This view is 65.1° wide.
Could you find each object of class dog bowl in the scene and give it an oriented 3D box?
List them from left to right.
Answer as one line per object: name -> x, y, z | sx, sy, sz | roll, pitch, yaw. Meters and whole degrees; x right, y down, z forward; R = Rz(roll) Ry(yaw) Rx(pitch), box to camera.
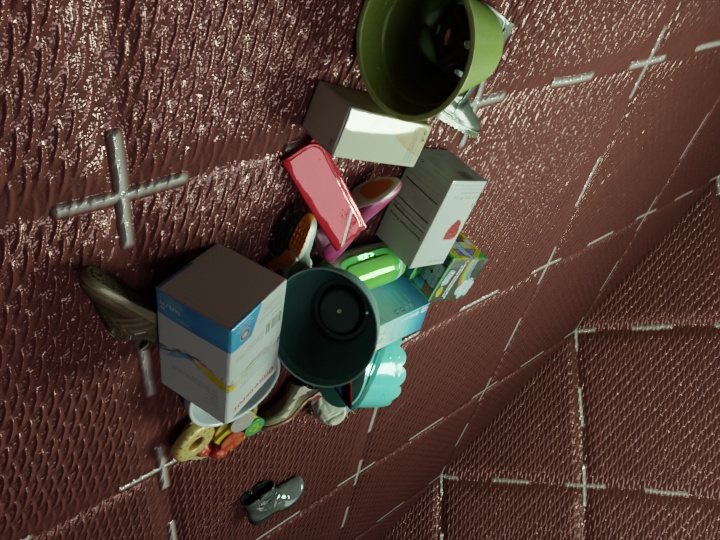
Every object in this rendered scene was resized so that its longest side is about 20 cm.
dog bowl -> -0.256, 0.202, 1.092 | 0.197, 0.079, 0.203 | -30, 146, -23

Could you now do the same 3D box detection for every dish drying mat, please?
dish drying mat -> -0.055, -0.126, 0.951 | 0.076, 0.018, 0.202 | -36, 130, -7

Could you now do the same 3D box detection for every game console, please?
game console -> -0.108, 0.180, 1.122 | 0.169, 0.200, 0.121 | -4, 131, -46

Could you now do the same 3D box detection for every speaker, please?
speaker -> 0.000, 0.000, 1.155 | 0.196, 0.089, 0.090 | -18, 140, -36

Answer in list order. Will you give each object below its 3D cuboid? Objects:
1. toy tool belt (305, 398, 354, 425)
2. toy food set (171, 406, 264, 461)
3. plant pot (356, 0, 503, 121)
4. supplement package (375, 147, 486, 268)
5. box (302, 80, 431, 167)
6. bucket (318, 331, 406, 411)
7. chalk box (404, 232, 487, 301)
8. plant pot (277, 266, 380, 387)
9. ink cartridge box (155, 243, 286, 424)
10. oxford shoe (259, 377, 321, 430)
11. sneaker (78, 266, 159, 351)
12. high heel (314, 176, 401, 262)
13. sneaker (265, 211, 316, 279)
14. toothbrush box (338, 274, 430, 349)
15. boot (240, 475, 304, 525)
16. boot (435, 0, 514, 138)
toy tool belt -> -0.047, 0.317, 1.456 | 0.196, 0.128, 0.123 | -26, 176, -22
toy food set -> -0.304, 0.344, 1.227 | 0.197, 0.049, 0.201 | -41, 148, -7
plant pot -> 0.123, -0.337, 0.845 | 0.188, 0.199, 0.204 | -24, 145, -49
supplement package -> 0.140, -0.125, 1.140 | 0.119, 0.120, 0.204 | -9, 134, -44
box -> 0.013, -0.229, 0.902 | 0.196, 0.095, 0.079 | -5, 131, -48
bucket -> -0.005, 0.217, 1.295 | 0.132, 0.208, 0.211 | 5, 125, -45
chalk box -> 0.176, -0.017, 1.305 | 0.196, 0.124, 0.127 | 0, 129, -47
plant pot -> -0.049, 0.085, 1.010 | 0.203, 0.198, 0.134 | -54, 175, 17
ink cartridge box -> -0.221, 0.100, 0.900 | 0.147, 0.143, 0.205 | -45, 154, -50
oxford shoe -> -0.165, 0.295, 1.335 | 0.197, 0.070, 0.076 | -36, 123, -15
sneaker -> -0.351, 0.069, 0.834 | 0.076, 0.070, 0.201 | -47, 150, -7
high heel -> -0.001, -0.093, 1.055 | 0.197, 0.068, 0.097 | -35, 138, -6
sneaker -> -0.117, -0.026, 1.014 | 0.091, 0.076, 0.202 | -17, 147, -48
toothbrush box -> 0.029, 0.083, 1.223 | 0.196, 0.147, 0.087 | -20, 142, -35
boot -> -0.244, 0.640, 1.620 | 0.197, 0.069, 0.135 | -31, 141, -29
boot -> 0.209, -0.356, 1.021 | 0.179, 0.072, 0.204 | 5, 116, -54
